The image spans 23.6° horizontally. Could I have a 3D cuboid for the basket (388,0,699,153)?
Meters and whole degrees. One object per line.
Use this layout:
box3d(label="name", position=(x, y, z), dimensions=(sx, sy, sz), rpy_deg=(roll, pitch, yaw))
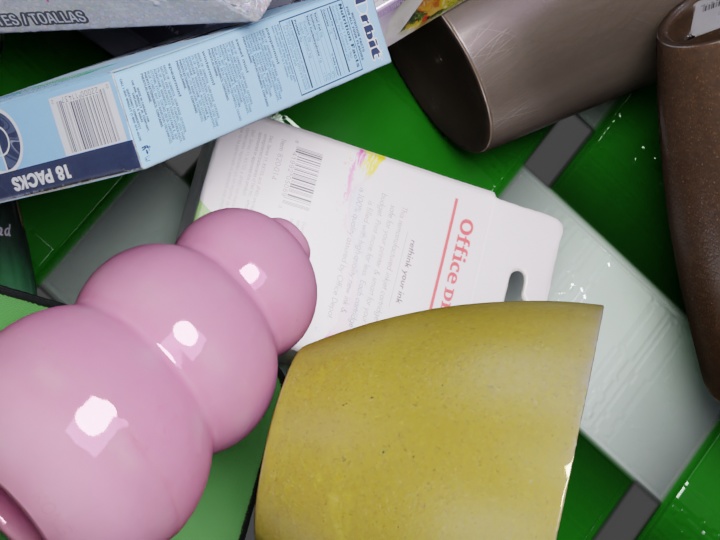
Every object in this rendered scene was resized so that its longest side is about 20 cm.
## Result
box3d(label="basket", position=(0.118, -0.166, 0.969), dimensions=(0.199, 0.136, 0.182), rpy_deg=(-31, 102, -15))

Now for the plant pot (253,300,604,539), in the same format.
box3d(label="plant pot", position=(0.029, 0.101, 0.833), dimensions=(0.140, 0.200, 0.202), rpy_deg=(12, 77, 8))

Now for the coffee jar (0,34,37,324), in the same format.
box3d(label="coffee jar", position=(-0.226, -0.065, 0.875), dimensions=(0.103, 0.085, 0.202), rpy_deg=(-6, 83, -20))

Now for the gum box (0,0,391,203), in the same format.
box3d(label="gum box", position=(-0.108, -0.079, 0.809), dimensions=(0.200, 0.169, 0.045), rpy_deg=(-30, 106, -52))

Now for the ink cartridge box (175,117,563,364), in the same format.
box3d(label="ink cartridge box", position=(0.000, 0.000, 0.938), dimensions=(0.198, 0.067, 0.118), rpy_deg=(18, 78, -12))

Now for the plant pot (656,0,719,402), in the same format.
box3d(label="plant pot", position=(0.236, -0.056, 0.922), dimensions=(0.186, 0.186, 0.201), rpy_deg=(-35, 112, -18))

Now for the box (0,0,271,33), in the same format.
box3d(label="box", position=(-0.129, -0.189, 0.777), dimensions=(0.198, 0.116, 0.133), rpy_deg=(0, 41, 21))

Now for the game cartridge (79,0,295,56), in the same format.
box3d(label="game cartridge", position=(-0.127, -0.181, 0.900), dimensions=(0.199, 0.133, 0.041), rpy_deg=(35, 48, -9))

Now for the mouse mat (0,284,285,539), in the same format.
box3d(label="mouse mat", position=(-0.138, 0.104, 0.869), dimensions=(0.199, 0.008, 0.163), rpy_deg=(18, 88, -33))

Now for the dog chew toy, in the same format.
box3d(label="dog chew toy", position=(-0.097, 0.046, 0.817), dimensions=(0.125, 0.124, 0.200), rpy_deg=(47, 63, -4))

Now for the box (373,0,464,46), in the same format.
box3d(label="box", position=(0.069, -0.177, 0.887), dimensions=(0.199, 0.039, 0.042), rpy_deg=(-32, 66, -7))
